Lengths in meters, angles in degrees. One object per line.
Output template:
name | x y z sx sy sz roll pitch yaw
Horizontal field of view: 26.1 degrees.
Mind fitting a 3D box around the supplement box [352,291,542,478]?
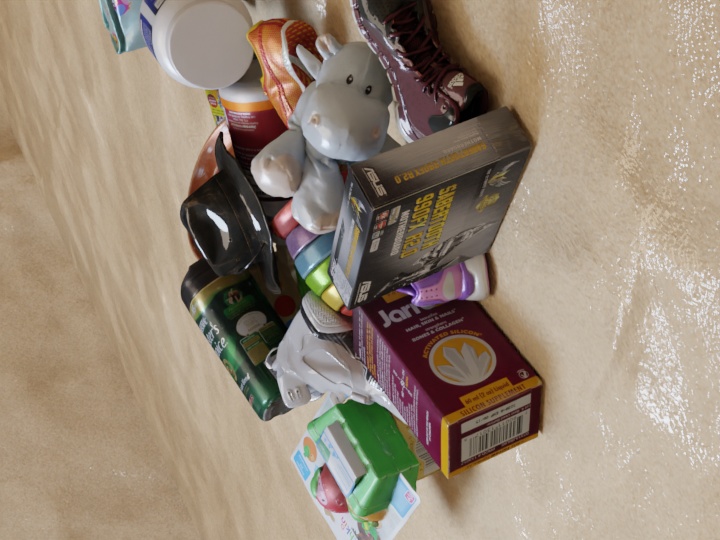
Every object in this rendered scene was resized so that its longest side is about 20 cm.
supplement box | 0.084 0.096 1.566 0.200 0.110 0.086 52 155 40

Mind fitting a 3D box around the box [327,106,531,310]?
box | 0.057 -0.052 1.397 0.049 0.158 0.200 61 161 21

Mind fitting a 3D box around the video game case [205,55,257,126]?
video game case | -0.159 -0.222 2.030 0.200 0.025 0.182 22 131 64

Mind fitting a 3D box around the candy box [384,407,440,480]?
candy box | 0.035 0.143 1.845 0.201 0.056 0.117 68 161 -7

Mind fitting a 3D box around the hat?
hat | -0.159 -0.054 1.766 0.201 0.081 0.202 159 90 -80

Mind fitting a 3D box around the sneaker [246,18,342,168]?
sneaker | -0.064 -0.188 1.682 0.077 0.073 0.201 13 134 38

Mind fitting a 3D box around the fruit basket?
fruit basket | -0.016 0.245 1.829 0.186 0.093 0.200 58 138 24

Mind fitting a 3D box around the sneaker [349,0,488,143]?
sneaker | 0.065 -0.192 1.379 0.115 0.075 0.201 27 146 56

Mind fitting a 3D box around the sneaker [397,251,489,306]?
sneaker | 0.048 -0.024 1.571 0.200 0.088 0.081 46 153 51

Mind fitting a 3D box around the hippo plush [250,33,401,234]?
hippo plush | 0.002 -0.144 1.507 0.159 0.201 0.161 26 151 -11

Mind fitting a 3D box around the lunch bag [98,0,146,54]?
lunch bag | -0.243 -0.382 1.852 0.122 0.169 0.201 -120 16 -59

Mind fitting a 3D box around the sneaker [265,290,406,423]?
sneaker | -0.016 0.126 1.737 0.200 0.115 0.075 44 -163 13

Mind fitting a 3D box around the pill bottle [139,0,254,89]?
pill bottle | -0.181 -0.267 1.734 0.200 0.115 0.116 -128 21 -67

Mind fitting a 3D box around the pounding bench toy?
pounding bench toy | -0.078 0.051 1.949 0.157 0.124 0.200 66 161 6

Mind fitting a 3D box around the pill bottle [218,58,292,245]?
pill bottle | -0.088 -0.137 1.789 0.113 0.112 0.201 38 146 56

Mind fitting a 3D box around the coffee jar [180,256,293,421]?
coffee jar | -0.136 0.074 1.852 0.200 0.085 0.104 55 164 14

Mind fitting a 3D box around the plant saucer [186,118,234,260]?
plant saucer | -0.155 -0.099 1.944 0.200 0.032 0.202 -23 62 50

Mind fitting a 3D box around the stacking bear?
stacking bear | 0.000 0.000 1.703 0.200 0.114 0.121 54 -160 6
